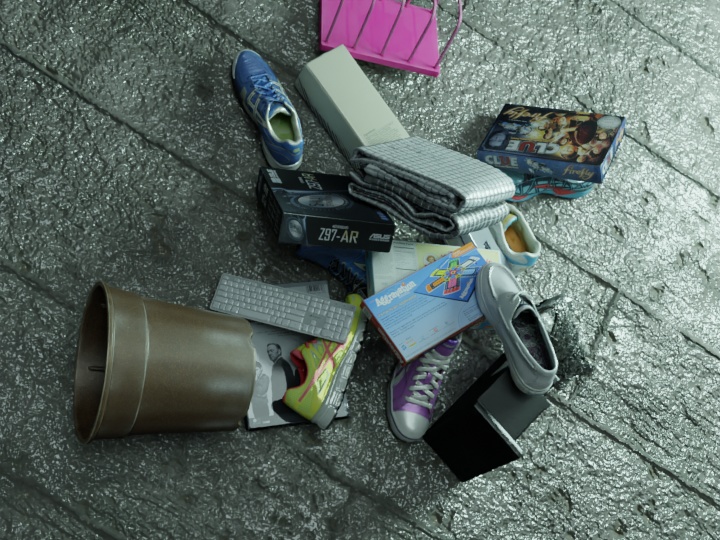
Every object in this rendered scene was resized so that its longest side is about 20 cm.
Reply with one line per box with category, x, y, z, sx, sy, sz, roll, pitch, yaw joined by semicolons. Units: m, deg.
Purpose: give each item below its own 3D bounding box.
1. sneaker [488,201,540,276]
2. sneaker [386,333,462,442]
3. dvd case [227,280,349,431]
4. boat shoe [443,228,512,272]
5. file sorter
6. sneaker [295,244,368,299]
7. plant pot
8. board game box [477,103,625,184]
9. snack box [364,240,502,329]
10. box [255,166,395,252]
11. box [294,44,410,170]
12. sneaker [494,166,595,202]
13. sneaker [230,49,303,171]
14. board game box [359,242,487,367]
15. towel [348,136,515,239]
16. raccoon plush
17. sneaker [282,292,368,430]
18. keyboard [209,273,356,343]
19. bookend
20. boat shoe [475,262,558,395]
sneaker;0.203;-0.087;1.635;0.076;0.081;0.200;-40;87;-24
sneaker;0.094;0.138;1.502;0.072;0.114;0.202;17;68;-15
dvd case;-0.102;0.117;1.489;0.149;0.025;0.202;-4;73;-20
boat shoe;0.177;0.000;1.604;0.201;0.069;0.071;60;42;-20
file sorter;0.048;-0.415;1.652;0.198;0.126;0.140;10;55;-16
sneaker;0.000;0.000;1.535;0.198;0.079;0.090;19;64;-13
plant pot;-0.248;0.123;1.352;0.197;0.200;0.202;6;70;-25
board game box;0.298;-0.201;1.654;0.198;0.035;0.136;10;46;25
snack box;0.108;0.020;1.491;0.198;0.037;0.117;5;57;-14
box;-0.054;-0.088;1.492;0.159;0.200;0.044;6;112;-17
box;-0.009;-0.237;1.618;0.082;0.068;0.201;-32;84;-27
sneaker;0.297;-0.164;1.685;0.198;0.096;0.080;-5;73;-21
sneaker;-0.131;-0.247;1.574;0.075;0.077;0.201;-23;79;-23
board game box;0.106;0.043;1.441;0.199;0.019;0.103;-27;73;-29
towel;0.096;-0.114;1.488;0.199;0.086;0.165;25;25;28
raccoon plush;0.279;0.120;1.544;0.135;0.096;0.200;64;25;0
sneaker;-0.048;0.112;1.456;0.090;0.078;0.201;20;61;0
keyboard;-0.107;0.051;1.454;0.198;0.011;0.057;13;62;12
bookend;0.211;0.182;1.479;0.092;0.199;0.200;47;63;4
boat shoe;0.209;0.065;1.405;0.071;0.069;0.201;0;56;-18
